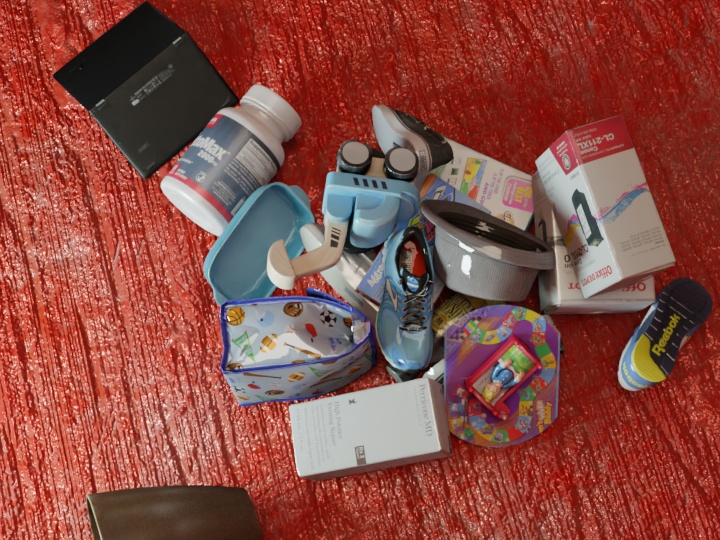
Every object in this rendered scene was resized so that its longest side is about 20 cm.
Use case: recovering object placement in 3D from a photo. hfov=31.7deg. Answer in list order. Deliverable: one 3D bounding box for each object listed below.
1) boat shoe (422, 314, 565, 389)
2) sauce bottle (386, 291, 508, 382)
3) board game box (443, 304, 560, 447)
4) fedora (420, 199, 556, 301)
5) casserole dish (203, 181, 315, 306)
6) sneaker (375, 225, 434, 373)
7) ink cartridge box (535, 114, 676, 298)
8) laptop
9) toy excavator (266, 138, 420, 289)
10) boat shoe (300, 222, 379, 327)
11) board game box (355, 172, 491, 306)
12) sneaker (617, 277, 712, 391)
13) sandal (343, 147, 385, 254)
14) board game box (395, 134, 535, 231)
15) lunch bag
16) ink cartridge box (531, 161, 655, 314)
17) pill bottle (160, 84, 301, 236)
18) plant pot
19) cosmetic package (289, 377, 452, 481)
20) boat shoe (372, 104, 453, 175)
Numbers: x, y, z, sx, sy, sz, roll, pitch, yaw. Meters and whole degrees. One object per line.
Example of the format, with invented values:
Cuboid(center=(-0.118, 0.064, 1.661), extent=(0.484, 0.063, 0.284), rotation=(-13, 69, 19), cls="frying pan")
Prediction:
Cuboid(center=(0.183, 0.125, 1.725), extent=(0.199, 0.071, 0.064), rotation=(-23, 72, -7), cls="boat shoe")
Cuboid(center=(0.121, 0.081, 1.743), extent=(0.200, 0.066, 0.066), rotation=(-44, 76, -12), cls="sauce bottle")
Cuboid(center=(0.190, 0.147, 1.681), extent=(0.157, 0.039, 0.202), rotation=(-1, 105, -4), cls="board game box")
Cuboid(center=(0.160, -0.016, 1.679), extent=(0.199, 0.176, 0.091), rotation=(27, 107, 32), cls="fedora")
Cuboid(center=(-0.145, -0.035, 1.771), extent=(0.039, 0.121, 0.201), rotation=(23, 73, 47), cls="casserole dish")
Cuboid(center=(0.061, 0.035, 1.672), extent=(0.078, 0.090, 0.202), rotation=(-2, 77, -7), cls="sneaker")
Cuboid(center=(0.312, -0.078, 1.632), extent=(0.082, 0.146, 0.201), rotation=(-17, 82, -12), cls="ink cartridge box")
Cuboid(center=(-0.321, -0.273, 1.896), extent=(0.187, 0.116, 0.200), rotation=(-41, 105, -10), cls="laptop")
Cuboid(center=(-0.019, -0.065, 1.672), extent=(0.193, 0.100, 0.201), rotation=(7, 60, -4), cls="toy excavator")
Cuboid(center=(0.000, 0.000, 1.773), extent=(0.068, 0.072, 0.200), rotation=(-39, 73, -24), cls="boat shoe")
Cuboid(center=(0.087, -0.027, 1.748), extent=(0.103, 0.019, 0.201), rotation=(33, 74, 1), cls="board game box")
Cuboid(center=(0.410, 0.087, 1.730), extent=(0.074, 0.082, 0.200), rotation=(40, 57, 8), cls="sneaker")
Cuboid(center=(0.003, -0.110, 1.781), extent=(0.074, 0.045, 0.201), rotation=(-8, 46, 14), cls="sandal")
Cuboid(center=(0.147, -0.095, 1.809), extent=(0.199, 0.040, 0.154), rotation=(26, 75, 9), cls="board game box")
Cuboid(center=(-0.078, 0.101, 1.691), extent=(0.198, 0.170, 0.125), rotation=(-4, 71, 2), cls="lunch bag")
Cuboid(center=(0.319, -0.044, 1.745), extent=(0.144, 0.085, 0.202), rotation=(-1, 81, -9), cls="ink cartridge box")
Cuboid(center=(-0.178, -0.160, 1.799), extent=(0.119, 0.120, 0.200), rotation=(34, 77, 11), cls="pill bottle")
Cuboid(center=(-0.232, 0.351, 1.628), extent=(0.198, 0.187, 0.188), rotation=(-14, 72, -18), cls="plant pot")
Cuboid(center=(0.014, 0.211, 1.680), extent=(0.198, 0.074, 0.103), rotation=(-14, 73, 15), cls="cosmetic package")
Cuboid(center=(0.070, -0.185, 1.787), extent=(0.056, 0.069, 0.200), rotation=(-14, 29, -15), cls="boat shoe")
